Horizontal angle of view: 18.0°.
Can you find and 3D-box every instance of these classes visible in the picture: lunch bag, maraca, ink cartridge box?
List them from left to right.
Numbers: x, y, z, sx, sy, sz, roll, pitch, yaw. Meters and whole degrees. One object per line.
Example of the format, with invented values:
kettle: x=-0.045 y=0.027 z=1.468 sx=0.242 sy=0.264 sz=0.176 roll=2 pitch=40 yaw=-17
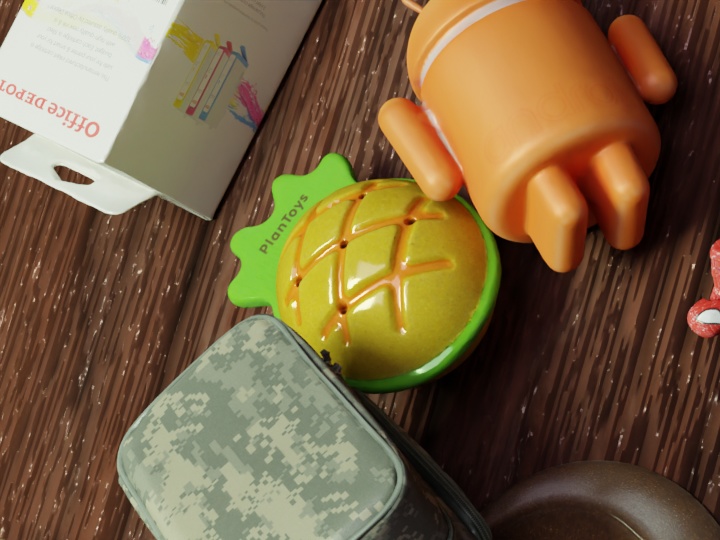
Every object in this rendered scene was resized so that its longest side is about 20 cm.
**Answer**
ink cartridge box: x=-0.142 y=-0.136 z=1.478 sx=0.129 sy=0.125 sz=0.200 roll=26 pitch=89 yaw=36
lunch bag: x=-0.019 y=0.142 z=1.249 sx=0.139 sy=0.168 sz=0.200 roll=-43 pitch=42 yaw=-1
maraca: x=0.000 y=0.000 z=1.354 sx=0.200 sy=0.107 sz=0.137 roll=30 pitch=77 yaw=41

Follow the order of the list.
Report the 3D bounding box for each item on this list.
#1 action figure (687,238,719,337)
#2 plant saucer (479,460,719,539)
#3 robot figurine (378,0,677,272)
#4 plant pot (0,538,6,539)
action figure: x=0.263 y=-0.016 z=1.211 sx=0.200 sy=0.065 sz=0.099 roll=-40 pitch=40 yaw=16
plant saucer: x=0.116 y=0.200 z=1.255 sx=0.200 sy=0.037 sz=0.200 roll=-11 pitch=67 yaw=29
robot figurine: x=0.100 y=-0.097 z=1.319 sx=0.144 sy=0.117 sz=0.200 roll=-41 pitch=58 yaw=23
plant pot: x=-0.234 y=0.283 z=1.360 sx=0.187 sy=0.187 sz=0.200 roll=19 pitch=99 yaw=36
